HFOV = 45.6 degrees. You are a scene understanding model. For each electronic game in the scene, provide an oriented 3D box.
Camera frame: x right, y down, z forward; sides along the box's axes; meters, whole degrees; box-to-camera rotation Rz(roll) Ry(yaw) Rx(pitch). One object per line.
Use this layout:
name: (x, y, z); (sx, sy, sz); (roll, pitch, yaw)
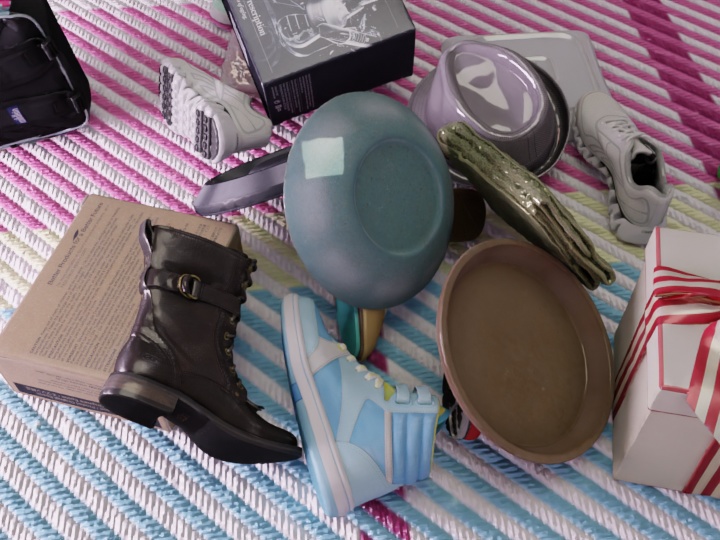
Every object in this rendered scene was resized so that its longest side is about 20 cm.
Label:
electronic game: (-0.076, -0.099, 0.876); (0.199, 0.042, 0.200); (-19, 14, 5)

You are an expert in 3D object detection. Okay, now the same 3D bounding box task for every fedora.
fedora: (0.139, -0.188, 0.951); (0.177, 0.090, 0.200); (-29, 66, -2)

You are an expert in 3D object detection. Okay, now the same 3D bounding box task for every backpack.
backpack: (-0.422, -0.224, 0.952); (0.200, 0.178, 0.151); (-20, 51, -3)

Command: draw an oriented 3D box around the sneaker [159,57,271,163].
sneaker: (-0.172, -0.186, 0.979); (0.081, 0.075, 0.200); (-14, 43, -31)

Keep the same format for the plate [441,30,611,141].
plate: (0.210, -0.235, 1.054); (0.199, 0.032, 0.200); (-4, 52, -3)

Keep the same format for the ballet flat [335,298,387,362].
ballet flat: (0.000, 0.000, 0.848); (0.063, 0.069, 0.200); (-2, 52, -20)

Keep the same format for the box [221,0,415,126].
box: (-0.057, -0.301, 0.989); (0.182, 0.104, 0.200); (-21, 74, -6)

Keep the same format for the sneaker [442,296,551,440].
sneaker: (0.133, 0.069, 0.791); (0.085, 0.077, 0.200); (23, 58, -1)

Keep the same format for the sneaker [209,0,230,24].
sneaker: (-0.127, -0.415, 1.138); (0.074, 0.118, 0.200); (36, 61, 23)

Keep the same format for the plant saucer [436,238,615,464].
plant saucer: (0.142, 0.069, 0.748); (0.200, 0.029, 0.201); (14, 63, -29)

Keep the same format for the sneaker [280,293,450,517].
sneaker: (0.005, 0.103, 0.751); (0.130, 0.080, 0.200); (-13, 68, -8)

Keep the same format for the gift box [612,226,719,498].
gift box: (0.313, 0.089, 0.702); (0.184, 0.187, 0.200); (5, 51, 4)

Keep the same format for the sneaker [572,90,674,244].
sneaker: (0.289, -0.129, 0.931); (0.075, 0.081, 0.200); (-11, 57, -6)

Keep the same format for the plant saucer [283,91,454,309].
plant saucer: (0.024, -0.064, 0.775); (0.201, 0.201, 0.039); (-45, 25, -29)

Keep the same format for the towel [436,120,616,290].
towel: (0.158, -0.066, 0.831); (0.036, 0.148, 0.200); (-44, 37, 3)

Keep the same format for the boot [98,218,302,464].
boot: (-0.117, 0.060, 0.733); (0.200, 0.069, 0.174); (31, 54, -28)

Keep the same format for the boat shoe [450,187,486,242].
boat shoe: (0.036, -0.058, 0.853); (0.200, 0.074, 0.063); (6, 2, -37)

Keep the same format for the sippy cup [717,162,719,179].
sippy cup: (0.478, -0.130, 0.919); (0.130, 0.140, 0.178); (30, 82, 9)

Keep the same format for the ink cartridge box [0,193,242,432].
ink cartridge box: (-0.220, 0.034, 0.811); (0.164, 0.075, 0.200); (12, 54, 11)

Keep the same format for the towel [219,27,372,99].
towel: (-0.065, -0.298, 1.060); (0.190, 0.032, 0.201); (9, 73, 5)
